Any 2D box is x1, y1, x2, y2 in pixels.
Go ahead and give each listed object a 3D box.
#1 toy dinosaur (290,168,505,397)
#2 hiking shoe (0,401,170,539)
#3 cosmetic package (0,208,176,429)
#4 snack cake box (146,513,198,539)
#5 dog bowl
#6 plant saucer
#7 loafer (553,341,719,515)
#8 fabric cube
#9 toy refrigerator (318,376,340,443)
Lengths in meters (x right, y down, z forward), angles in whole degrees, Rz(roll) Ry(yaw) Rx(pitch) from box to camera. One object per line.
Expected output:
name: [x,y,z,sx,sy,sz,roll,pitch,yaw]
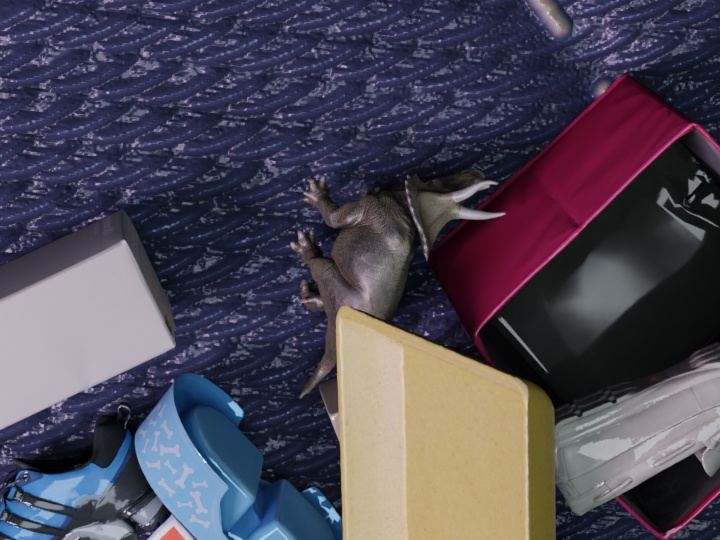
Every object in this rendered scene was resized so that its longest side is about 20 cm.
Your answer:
toy dinosaur: [0.000,0.000,1.567,0.077,0.102,0.201,26,99,-40]
hiking shoe: [-0.230,0.172,1.608,0.199,0.074,0.087,-29,98,-10]
cosmetic package: [-0.226,0.044,1.553,0.199,0.107,0.091,-28,105,-2]
snack cake box: [-0.154,0.274,1.614,0.200,0.067,0.115,-43,79,7]
dog bowl: [-0.077,0.161,1.602,0.049,0.112,0.200,-38,106,17]
plant saucer: [0.060,0.134,1.466,0.048,0.199,0.202,-13,110,-33]
loafer: [0.208,0.089,1.434,0.199,0.070,0.070,-21,100,8]
fabric cube: [0.185,0.018,1.551,0.200,0.199,0.196,-43,106,4]
toy refrigerator: [0.041,0.166,1.632,0.069,0.076,0.201,-21,105,-2]
